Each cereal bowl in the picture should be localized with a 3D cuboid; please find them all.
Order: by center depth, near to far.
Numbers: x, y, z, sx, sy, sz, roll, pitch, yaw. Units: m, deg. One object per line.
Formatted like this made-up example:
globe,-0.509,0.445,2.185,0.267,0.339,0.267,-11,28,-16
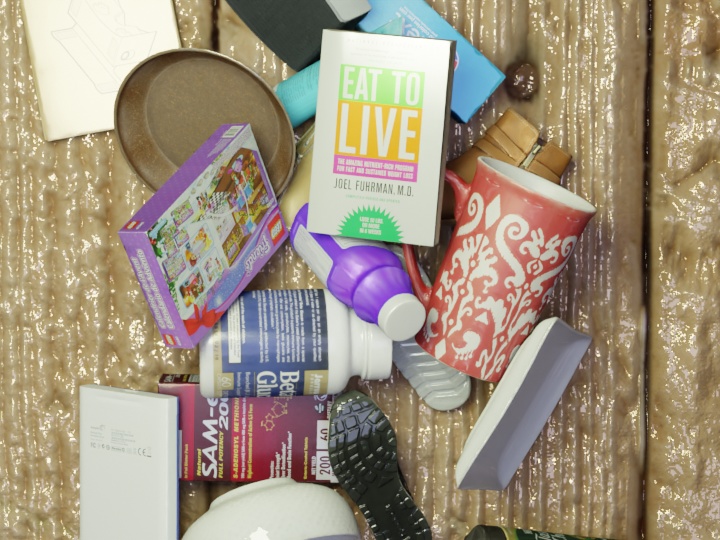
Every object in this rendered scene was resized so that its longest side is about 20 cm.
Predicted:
cereal bowl,-0.102,0.273,1.570,0.198,0.200,0.084,-17,71,-2

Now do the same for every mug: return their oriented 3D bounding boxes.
mug,0.126,-0.008,1.545,0.177,0.133,0.202,29,104,29

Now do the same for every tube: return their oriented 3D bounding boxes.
tube,-0.038,-0.196,1.555,0.199,0.078,0.050,-27,132,26

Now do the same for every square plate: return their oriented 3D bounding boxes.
square plate,0.170,0.141,1.577,0.028,0.200,0.199,31,93,21

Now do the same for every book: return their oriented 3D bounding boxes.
book,0.020,-0.132,1.480,0.132,0.048,0.202,6,101,11

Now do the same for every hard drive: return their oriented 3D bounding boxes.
hard drive,-0.092,-0.309,1.547,0.200,0.135,0.042,49,46,-3
hard drive,-0.248,0.229,1.597,0.131,0.025,0.202,4,96,35

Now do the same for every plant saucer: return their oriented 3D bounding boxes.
plant saucer,-0.159,-0.148,1.560,0.198,0.037,0.202,8,127,10

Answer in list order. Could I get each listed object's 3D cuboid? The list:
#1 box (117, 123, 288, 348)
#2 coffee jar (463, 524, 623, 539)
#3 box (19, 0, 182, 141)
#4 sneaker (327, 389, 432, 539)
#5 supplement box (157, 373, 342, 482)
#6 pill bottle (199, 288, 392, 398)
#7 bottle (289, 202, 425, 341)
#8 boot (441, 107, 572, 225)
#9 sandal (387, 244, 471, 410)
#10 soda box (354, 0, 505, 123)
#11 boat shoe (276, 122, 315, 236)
box,-0.152,-0.037,1.488,0.039,0.200,0.138,2,126,31
coffee jar,0.209,0.330,1.630,0.198,0.104,0.086,7,92,-5
box,-0.273,-0.251,1.591,0.162,0.021,0.202,-10,95,-2
sneaker,0.009,0.215,1.609,0.075,0.088,0.202,-22,107,-5
supplement box,-0.120,0.170,1.618,0.198,0.061,0.110,1,95,-3
pill bottle,-0.069,0.075,1.556,0.198,0.111,0.112,-2,95,-6
bottle,0.000,0.000,1.525,0.083,0.200,0.066,7,116,-35
boot,0.119,-0.109,1.599,0.199,0.077,0.156,33,94,-8
sandal,0.057,0.062,1.629,0.082,0.050,0.204,-19,109,13
soda box,0.057,-0.247,1.591,0.200,0.064,0.068,41,92,-5
boat shoe,-0.035,-0.126,1.589,0.071,0.076,0.201,29,93,-6
